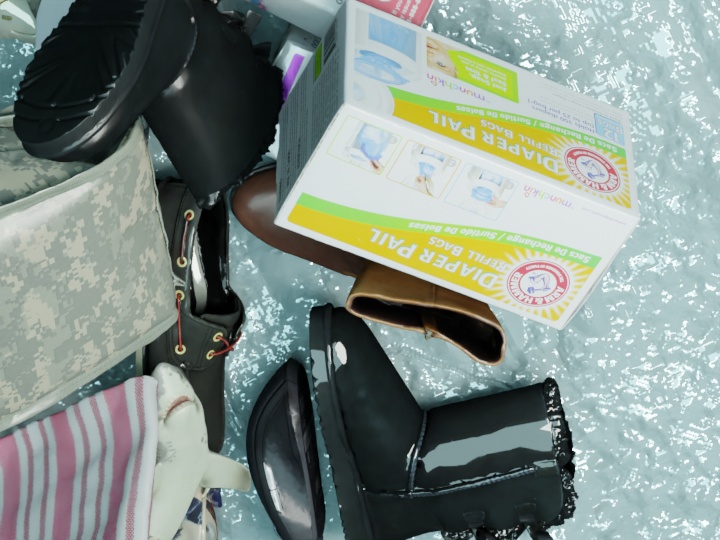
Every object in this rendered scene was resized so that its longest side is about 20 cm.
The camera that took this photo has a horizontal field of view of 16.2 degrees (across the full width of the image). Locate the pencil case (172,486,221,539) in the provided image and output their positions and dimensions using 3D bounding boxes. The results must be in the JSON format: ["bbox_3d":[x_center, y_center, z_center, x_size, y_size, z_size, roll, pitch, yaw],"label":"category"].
[{"bbox_3d":[-0.197,0.172,1.751,0.200,0.078,0.090,6,97,0],"label":"pencil case"}]

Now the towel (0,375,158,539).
[{"bbox_3d":[-0.207,0.160,1.623,0.200,0.147,0.030,-23,144,35],"label":"towel"}]

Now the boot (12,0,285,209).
[{"bbox_3d":[-0.120,-0.101,1.516,0.073,0.199,0.163,-1,140,28],"label":"boot"}]

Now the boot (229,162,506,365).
[{"bbox_3d":[0.000,0.000,1.621,0.188,0.200,0.069,23,108,-5],"label":"boot"}]

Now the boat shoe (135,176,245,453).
[{"bbox_3d":[-0.113,0.036,1.701,0.063,0.074,0.202,1,105,22],"label":"boat shoe"}]

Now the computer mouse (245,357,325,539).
[{"bbox_3d":[-0.052,0.168,1.711,0.046,0.140,0.200,-6,108,7],"label":"computer mouse"}]

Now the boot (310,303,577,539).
[{"bbox_3d":[0.058,0.103,1.712,0.162,0.073,0.199,-8,114,8],"label":"boot"}]

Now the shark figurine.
[{"bbox_3d":[-0.163,0.160,1.688,0.128,0.089,0.215,30,93,-51],"label":"shark figurine"}]

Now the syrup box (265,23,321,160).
[{"bbox_3d":[0.029,-0.088,1.655,0.200,0.079,0.082,24,108,-5],"label":"syrup box"}]

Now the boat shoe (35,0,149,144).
[{"bbox_3d":[-0.162,-0.122,1.624,0.072,0.068,0.200,42,146,29],"label":"boat shoe"}]

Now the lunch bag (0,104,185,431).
[{"bbox_3d":[-0.214,-0.007,1.586,0.200,0.118,0.164,-24,131,-20],"label":"lunch bag"}]

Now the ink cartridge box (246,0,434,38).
[{"bbox_3d":[-0.034,-0.236,1.584,0.200,0.086,0.148,25,84,-7],"label":"ink cartridge box"}]

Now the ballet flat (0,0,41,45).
[{"bbox_3d":[-0.193,-0.180,1.636,0.200,0.069,0.063,-16,77,7],"label":"ballet flat"}]

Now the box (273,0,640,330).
[{"bbox_3d":[0.059,-0.063,1.534,0.200,0.113,0.101,20,128,-16],"label":"box"}]
